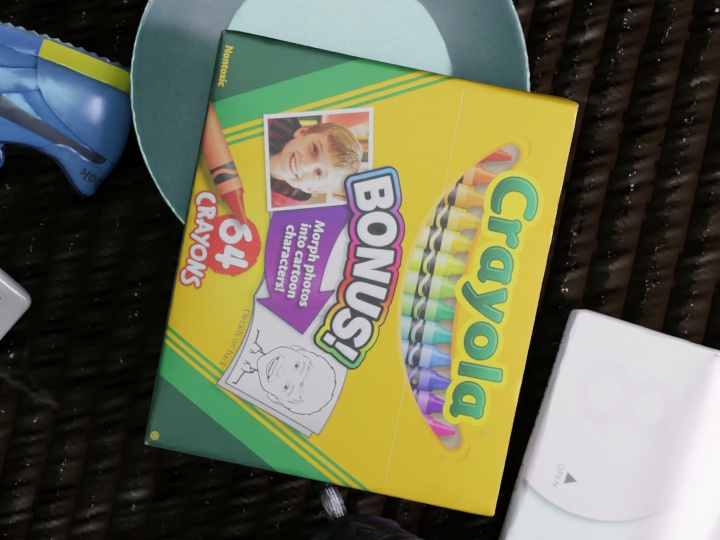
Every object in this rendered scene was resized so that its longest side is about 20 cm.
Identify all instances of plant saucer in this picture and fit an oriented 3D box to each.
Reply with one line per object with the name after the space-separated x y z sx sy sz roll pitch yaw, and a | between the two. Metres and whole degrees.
-0.015 -0.092 1.037 0.199 0.039 0.203 0 94 3 | plant saucer

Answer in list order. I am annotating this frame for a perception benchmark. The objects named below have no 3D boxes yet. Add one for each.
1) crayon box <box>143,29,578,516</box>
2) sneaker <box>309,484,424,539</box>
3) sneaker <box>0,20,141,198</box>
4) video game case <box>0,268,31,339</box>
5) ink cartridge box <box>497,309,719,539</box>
0.000 0.000 0.994 0.171 0.058 0.202 11 96 1 | crayon box
0.024 0.195 1.007 0.075 0.114 0.201 -24 120 -16 | sneaker
-0.212 -0.097 1.042 0.199 0.066 0.079 21 91 4 | sneaker
-0.295 0.019 1.017 0.200 0.024 0.182 42 89 -23 | video game case
0.174 0.126 1.015 0.198 0.057 0.164 17 87 9 | ink cartridge box
